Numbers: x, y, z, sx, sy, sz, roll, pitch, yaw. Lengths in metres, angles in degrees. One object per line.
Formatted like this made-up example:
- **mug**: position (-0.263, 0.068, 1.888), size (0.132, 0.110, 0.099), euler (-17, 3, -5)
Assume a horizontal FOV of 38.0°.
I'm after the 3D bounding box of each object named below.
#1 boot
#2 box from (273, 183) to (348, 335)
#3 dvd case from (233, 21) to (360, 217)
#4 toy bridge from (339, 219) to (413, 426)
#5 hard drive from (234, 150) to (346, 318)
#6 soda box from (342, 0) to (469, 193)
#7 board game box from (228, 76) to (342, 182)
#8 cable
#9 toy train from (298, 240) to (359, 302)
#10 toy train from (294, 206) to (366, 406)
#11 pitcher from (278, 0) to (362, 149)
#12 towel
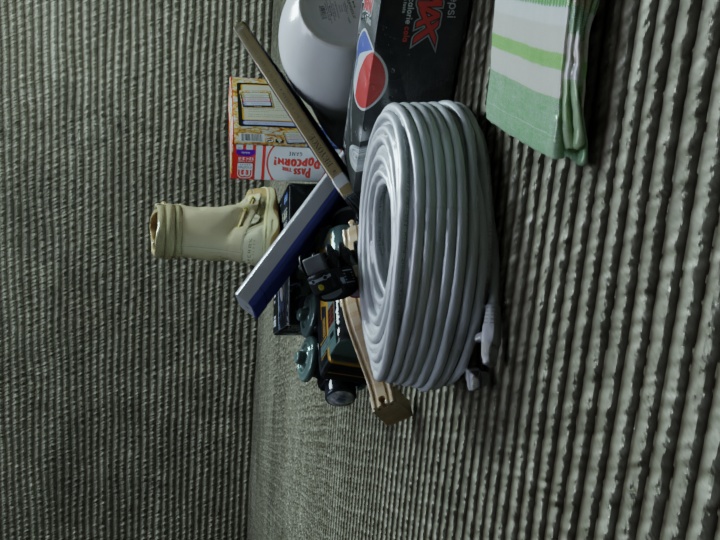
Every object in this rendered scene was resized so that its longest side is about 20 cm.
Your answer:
- **boot**: position (-0.179, -0.058, 1.282), size (0.200, 0.154, 0.073), euler (-108, 22, -65)
- **box**: position (-0.057, -0.007, 1.272), size (0.200, 0.085, 0.165), euler (149, 122, -79)
- **dvd case**: position (-0.038, -0.116, 0.941), size (0.201, 0.016, 0.149), euler (57, -176, 23)
- **toy bridge**: position (0.005, 0.034, 0.926), size (0.067, 0.027, 0.201), euler (48, -154, -50)
- **hard drive**: position (-0.060, -0.041, 1.105), size (0.200, 0.025, 0.132), euler (-54, -2, -9)
- **soda box**: position (0.032, -0.156, 0.792), size (0.064, 0.070, 0.201), euler (-104, 18, -49)
- **board game box**: position (-0.083, -0.173, 1.264), size (0.200, 0.150, 0.047), euler (-101, 16, -57)
- **cable**: position (0.040, -0.017, 0.728), size (0.200, 0.069, 0.202), euler (147, 123, -79)
- **toy train**: position (0.000, 0.000, 0.854), size (0.046, 0.034, 0.200), euler (69, -162, 3)
- **toy train**: position (-0.013, 0.032, 1.041), size (0.114, 0.085, 0.201), euler (123, 153, -47)
- **pitcher**: position (0.000, -0.162, 0.919), size (0.200, 0.120, 0.173), euler (86, 163, -74)
- **towel**: position (0.099, -0.167, 0.542), size (0.153, 0.023, 0.201), euler (-115, 26, -71)
